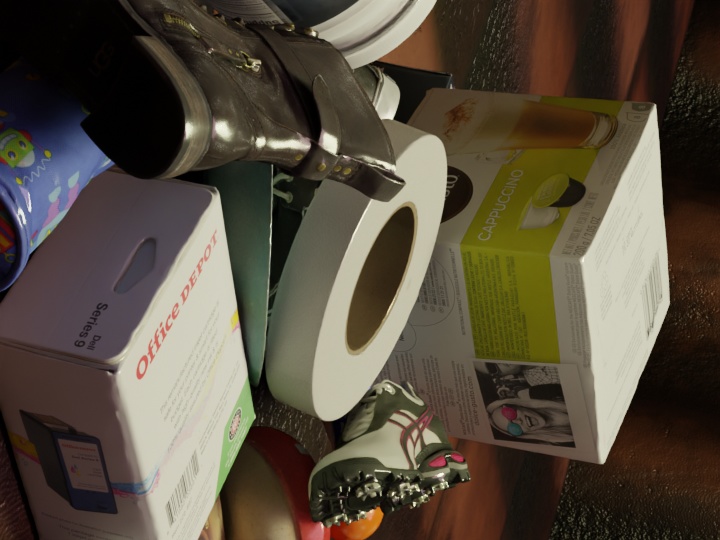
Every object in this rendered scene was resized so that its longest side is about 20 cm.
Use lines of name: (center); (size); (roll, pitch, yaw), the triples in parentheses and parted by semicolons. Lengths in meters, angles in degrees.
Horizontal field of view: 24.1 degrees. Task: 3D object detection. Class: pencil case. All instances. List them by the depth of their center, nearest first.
pencil case: (-0.154, -0.063, 0.817); (0.087, 0.078, 0.200); (-48, -175, 35)

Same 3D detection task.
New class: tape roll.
tape roll: (0.000, 0.000, 1.105); (0.203, 0.037, 0.203); (-58, 161, -33)

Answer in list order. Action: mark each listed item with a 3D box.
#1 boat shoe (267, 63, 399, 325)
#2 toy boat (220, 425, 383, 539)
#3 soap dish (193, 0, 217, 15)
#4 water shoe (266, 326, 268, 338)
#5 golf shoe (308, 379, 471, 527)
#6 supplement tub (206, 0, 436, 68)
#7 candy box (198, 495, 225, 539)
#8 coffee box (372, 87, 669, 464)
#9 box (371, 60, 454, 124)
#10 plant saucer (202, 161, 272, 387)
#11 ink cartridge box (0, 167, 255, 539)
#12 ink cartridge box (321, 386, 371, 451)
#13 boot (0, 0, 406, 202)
boat shoe: (-0.038, -0.058, 1.156); (0.064, 0.071, 0.201); (30, 70, -33)
toy boat: (-0.042, 0.190, 1.229); (0.130, 0.131, 0.201); (-28, 142, -19)
soap dish: (-0.039, -0.232, 1.092); (0.200, 0.081, 0.158); (-48, 146, -63)
water shoe: (-0.058, -0.044, 1.224); (0.079, 0.071, 0.201); (30, 72, -44)
golf shoe: (0.006, 0.124, 1.158); (0.088, 0.077, 0.200); (67, 17, 11)
supplement tub: (-0.048, -0.207, 0.890); (0.200, 0.140, 0.141); (40, 61, -53)
candy box: (-0.132, 0.242, 1.145); (0.116, 0.055, 0.201); (-62, 158, -46)
coffee box: (0.119, -0.002, 1.325); (0.200, 0.197, 0.201); (-57, 146, -44)
box: (0.026, -0.056, 1.458); (0.141, 0.078, 0.201); (67, 38, -59)
plant saucer: (-0.082, -0.026, 1.084); (0.201, 0.038, 0.202); (-178, -90, -82)
ink cartridge box: (-0.131, 0.063, 0.967); (0.201, 0.087, 0.146); (87, 20, -46)
ink cartridge box: (-0.018, 0.070, 1.277); (0.200, 0.039, 0.100); (-118, -160, -76)
boot: (-0.078, -0.110, 0.820); (0.069, 0.200, 0.174); (-43, 158, 29)
